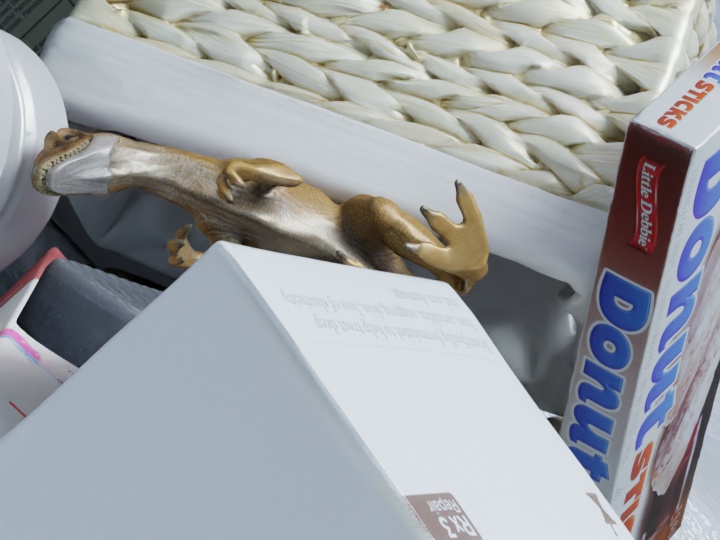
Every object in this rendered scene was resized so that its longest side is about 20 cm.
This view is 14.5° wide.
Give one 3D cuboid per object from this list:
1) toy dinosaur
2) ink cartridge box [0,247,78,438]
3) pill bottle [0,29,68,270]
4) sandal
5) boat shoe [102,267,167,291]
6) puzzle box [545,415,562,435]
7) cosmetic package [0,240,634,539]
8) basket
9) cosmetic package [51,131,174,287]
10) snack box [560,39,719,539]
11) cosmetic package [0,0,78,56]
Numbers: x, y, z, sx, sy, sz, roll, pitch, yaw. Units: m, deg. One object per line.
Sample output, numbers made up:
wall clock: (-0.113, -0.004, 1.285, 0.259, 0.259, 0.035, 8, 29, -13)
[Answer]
toy dinosaur: (0.000, 0.000, 0.838, 0.200, 0.061, 0.106, 33, -7, -25)
ink cartridge box: (-0.080, 0.079, 0.777, 0.116, 0.067, 0.200, 45, 12, -9)
pill bottle: (-0.165, -0.048, 0.775, 0.111, 0.111, 0.200, 53, 15, 22)
sandal: (-0.041, 0.037, 0.780, 0.076, 0.043, 0.200, 29, 2, 26)
boat shoe: (-0.045, 0.056, 0.960, 0.072, 0.065, 0.200, 20, 9, -36)
puzzle box: (0.031, 0.113, 0.891, 0.025, 0.133, 0.200, 22, 7, 17)
cosmetic package: (-0.052, 0.089, 0.552, 0.081, 0.200, 0.113, 52, 14, 18)
basket: (0.011, -0.052, 0.929, 0.199, 0.124, 0.136, 19, -19, 14)
cosmetic package: (-0.067, -0.014, 1.109, 0.200, 0.051, 0.083, 47, 13, -2)
snack box: (0.090, 0.022, 0.857, 0.024, 0.200, 0.072, 28, 43, 22)
cosmetic package: (-0.166, -0.124, 1.004, 0.200, 0.103, 0.073, 52, 13, 12)
